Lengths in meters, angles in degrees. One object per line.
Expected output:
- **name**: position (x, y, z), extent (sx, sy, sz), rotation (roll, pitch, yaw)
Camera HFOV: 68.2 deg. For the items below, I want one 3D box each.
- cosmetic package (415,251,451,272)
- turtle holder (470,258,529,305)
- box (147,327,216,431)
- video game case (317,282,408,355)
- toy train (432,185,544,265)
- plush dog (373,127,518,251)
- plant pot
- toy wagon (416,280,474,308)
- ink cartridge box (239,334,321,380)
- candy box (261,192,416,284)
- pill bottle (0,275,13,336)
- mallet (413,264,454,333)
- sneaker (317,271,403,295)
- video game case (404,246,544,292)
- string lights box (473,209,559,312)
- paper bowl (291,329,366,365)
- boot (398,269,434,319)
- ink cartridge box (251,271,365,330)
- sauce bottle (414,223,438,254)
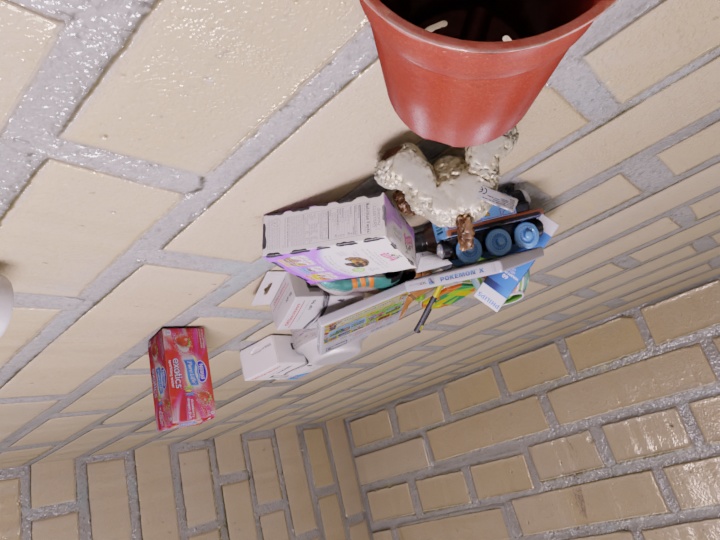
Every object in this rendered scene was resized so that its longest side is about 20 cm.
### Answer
- **cosmetic package**: position (0.203, -0.055, 1.066), extent (0.198, 0.051, 0.083), rotation (-14, 162, -6)
- **turtle holder**: position (0.308, 0.013, 1.200), extent (0.139, 0.133, 0.186), rotation (-11, 159, -13)
- **box**: position (-0.387, 0.232, 1.150), extent (0.099, 0.202, 0.095), rotation (4, 154, -41)
- **video game case**: position (0.001, 0.105, 1.127), extent (0.198, 0.023, 0.182), rotation (-21, 157, -15)
- **toy train**: position (0.220, -0.079, 0.924), extent (0.198, 0.116, 0.087), rotation (-14, 179, -8)
- **plush dog**: position (0.132, -0.116, 0.763), extent (0.198, 0.162, 0.172), rotation (-17, -174, 9)
- **plant pot**: position (0.088, -0.207, 0.422), extent (0.199, 0.203, 0.195), rotation (-16, 168, 1)
- **toy wagon**: position (0.234, 0.043, 1.356), extent (0.154, 0.040, 0.199), rotation (3, 152, -42)
- **ink cartridge box**: position (-0.211, 0.243, 1.473), extent (0.145, 0.085, 0.199), rotation (-30, 156, 32)
- **candy box**: position (-0.027, -0.043, 0.840), extent (0.198, 0.072, 0.168), rotation (-8, 162, 19)
- **pill bottle**: position (-0.554, 0.035, 0.651), extent (0.112, 0.114, 0.199), rotation (-25, 158, 24)
- **mallet**: position (0.164, 0.050, 1.185), extent (0.066, 0.041, 0.201), rotation (18, 104, -53)
- **sneaker**: position (0.000, 0.000, 1.048), extent (0.198, 0.072, 0.080), rotation (4, 138, -38)
- **video game case**: position (0.203, -0.004, 0.935), extent (0.181, 0.022, 0.199), rotation (-15, 180, 38)
- **string lights box**: position (0.308, -0.017, 1.056), extent (0.201, 0.059, 0.103), rotation (-56, 166, 9)
- **paper bowl**: position (-0.075, 0.180, 1.388), extent (0.198, 0.105, 0.201), rotation (-14, 161, -5)
- **boot**: position (0.079, 0.059, 1.213), extent (0.199, 0.077, 0.155), rotation (-29, 162, 19)
- **ink cartridge box**: position (-0.106, 0.061, 1.074), extent (0.198, 0.068, 0.116), rotation (1, 140, -32)
- **sauce bottle**: position (0.168, -0.068, 0.993), extent (0.198, 0.065, 0.065), rotation (-12, 159, -5)
